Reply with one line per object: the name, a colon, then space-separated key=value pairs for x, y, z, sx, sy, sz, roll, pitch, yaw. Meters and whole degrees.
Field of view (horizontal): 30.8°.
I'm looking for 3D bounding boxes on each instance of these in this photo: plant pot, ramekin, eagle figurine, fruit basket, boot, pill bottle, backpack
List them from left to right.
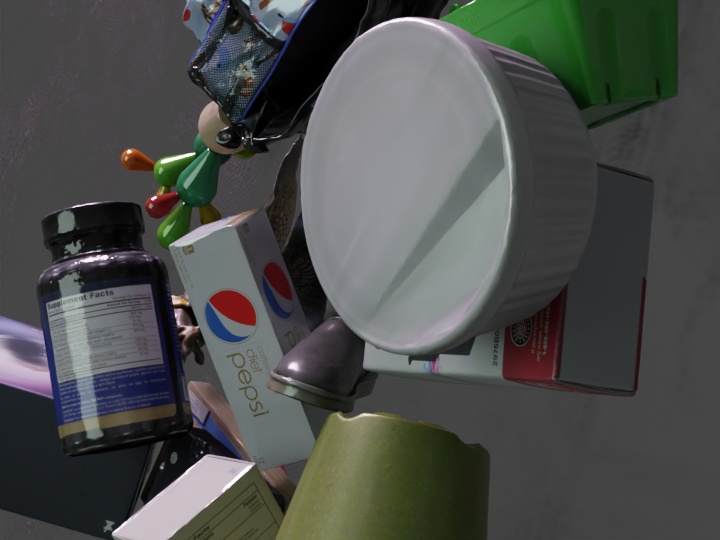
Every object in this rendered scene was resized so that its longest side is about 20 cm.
pill bottle: x=-0.210 y=0.049 z=1.099 sx=0.112 sy=0.112 sz=0.200 roll=-20 pitch=78 yaw=50
eagle figurine: x=-0.088 y=0.000 z=1.153 sx=0.200 sy=0.151 sz=0.152 roll=-36 pitch=92 yaw=7
backpack: x=-0.025 y=-0.200 z=0.990 sx=0.154 sy=0.200 sz=0.191 roll=52 pitch=125 yaw=13
boot: x=-0.002 y=-0.001 z=0.999 sx=0.182 sy=0.072 sz=0.200 roll=-25 pitch=-46 yaw=-78
plant pot: x=0.014 y=0.204 z=0.906 sx=0.200 sy=0.200 sz=0.190 roll=-10 pitch=60 yaw=52
ramekin: x=0.057 y=-0.050 z=0.807 sx=0.202 sy=0.094 sz=0.203 roll=1 pitch=92 yaw=52
fruit basket: x=0.113 y=-0.189 z=0.902 sx=0.215 sy=0.155 sz=0.216 roll=14 pitch=109 yaw=48

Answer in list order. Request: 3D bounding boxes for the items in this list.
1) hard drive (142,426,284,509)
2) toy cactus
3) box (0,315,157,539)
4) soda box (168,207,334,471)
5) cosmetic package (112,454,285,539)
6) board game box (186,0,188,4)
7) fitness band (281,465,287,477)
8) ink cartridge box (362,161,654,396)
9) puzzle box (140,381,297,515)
hard drive: x=-0.146 y=0.248 z=1.103 sx=0.140 sy=0.038 sz=0.200 roll=28 pitch=97 yaw=50
toy cactus: x=-0.125 y=-0.119 z=1.099 sx=0.200 sy=0.102 sz=0.165 roll=-57 pitch=8 yaw=-17
box: x=-0.290 y=0.143 z=1.240 sx=0.198 sy=0.200 sz=0.123 roll=-104 pitch=32 yaw=-78
soda box: x=-0.082 y=0.055 z=1.060 sx=0.064 sy=0.068 sz=0.200 roll=-17 pitch=99 yaw=21
cosmetic package: x=-0.088 y=0.251 z=0.991 sx=0.073 sy=0.103 sz=0.200 roll=-2 pitch=119 yaw=53
board game box: x=-0.085 y=-0.242 z=1.172 sx=0.200 sy=0.041 sz=0.200 roll=1 pitch=116 yaw=53
fitness band: x=-0.115 y=0.253 z=1.174 sx=0.144 sy=0.037 sz=0.200 roll=-1 pitch=81 yaw=51
ink cartridge box: x=0.096 y=0.008 z=0.908 sx=0.200 sy=0.083 sz=0.146 roll=-3 pitch=80 yaw=53
puzzle box: x=-0.124 y=0.204 z=1.148 sx=0.200 sy=0.025 sz=0.133 roll=41 pitch=113 yaw=47
